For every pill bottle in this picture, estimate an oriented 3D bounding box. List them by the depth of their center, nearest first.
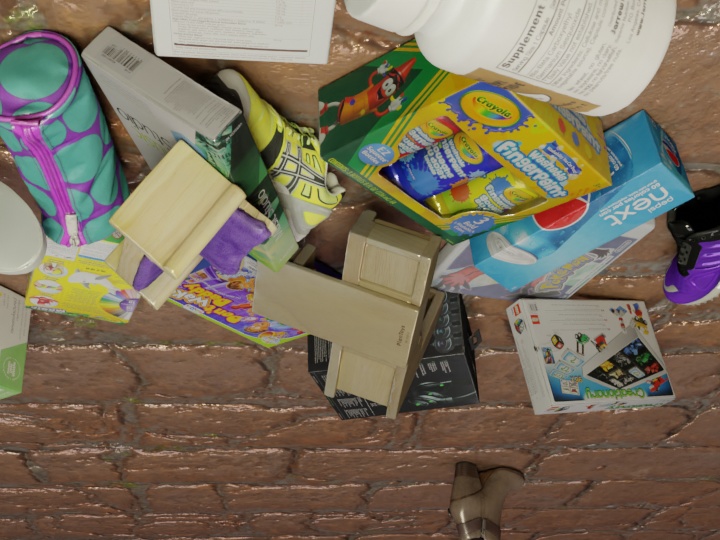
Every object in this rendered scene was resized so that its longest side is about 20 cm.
[{"bbox_3d":[0.095,-0.179,0.645,0.198,0.116,0.114,12,150,-25],"label":"pill bottle"}]

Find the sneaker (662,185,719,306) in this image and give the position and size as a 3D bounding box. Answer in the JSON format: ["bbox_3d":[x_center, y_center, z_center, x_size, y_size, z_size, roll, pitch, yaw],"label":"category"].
[{"bbox_3d":[0.347,-0.036,1.005,0.098,0.070,0.201,12,146,-13],"label":"sneaker"}]

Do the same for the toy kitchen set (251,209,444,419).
[{"bbox_3d":[0.000,0.000,1.003,0.161,0.181,0.202,18,128,10],"label":"toy kitchen set"}]

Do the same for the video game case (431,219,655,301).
[{"bbox_3d":[0.184,-0.020,1.062,0.180,0.023,0.200,8,151,-19],"label":"video game case"}]

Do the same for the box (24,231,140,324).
[{"bbox_3d":[-0.280,-0.002,1.027,0.116,0.049,0.200,12,147,-20],"label":"box"}]

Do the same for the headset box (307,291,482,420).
[{"bbox_3d":[0.050,0.103,1.210,0.197,0.094,0.175,-8,152,10],"label":"headset box"}]

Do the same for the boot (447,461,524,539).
[{"bbox_3d":[0.236,0.436,1.812,0.198,0.148,0.070,17,145,-34],"label":"boot"}]

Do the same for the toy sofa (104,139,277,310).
[{"bbox_3d":[-0.143,-0.019,0.795,0.097,0.083,0.200,42,163,-6],"label":"toy sofa"}]

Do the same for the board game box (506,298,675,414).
[{"bbox_3d":[0.268,0.097,1.144,0.198,0.128,0.035,2,154,-31],"label":"board game box"}]

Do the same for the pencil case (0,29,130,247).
[{"bbox_3d":[-0.243,-0.097,0.800,0.084,0.093,0.201,-3,152,-1],"label":"pencil case"}]

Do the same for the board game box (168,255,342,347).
[{"bbox_3d":[-0.114,0.019,1.086,0.133,0.045,0.199,-19,148,30],"label":"board game box"}]

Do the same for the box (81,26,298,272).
[{"bbox_3d":[-0.130,-0.090,0.792,0.144,0.036,0.200,34,164,24],"label":"box"}]

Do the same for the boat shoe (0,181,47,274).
[{"bbox_3d":[-0.347,-0.053,0.851,0.199,0.071,0.064,29,166,12],"label":"boat shoe"}]

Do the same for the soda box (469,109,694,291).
[{"bbox_3d":[0.196,-0.059,0.912,0.199,0.065,0.068,-31,138,30],"label":"soda box"}]

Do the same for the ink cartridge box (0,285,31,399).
[{"bbox_3d":[-0.448,0.055,1.048,0.067,0.118,0.200,-16,151,24],"label":"ink cartridge box"}]

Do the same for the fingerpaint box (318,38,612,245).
[{"bbox_3d":[0.089,-0.109,0.824,0.166,0.074,0.199,-21,148,32],"label":"fingerpaint box"}]

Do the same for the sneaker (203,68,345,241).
[{"bbox_3d":[-0.073,-0.106,0.843,0.076,0.076,0.201,-36,147,-6],"label":"sneaker"}]

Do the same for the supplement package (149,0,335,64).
[{"bbox_3d":[-0.063,-0.223,0.550,0.112,0.111,0.201,2,153,-8],"label":"supplement package"}]
